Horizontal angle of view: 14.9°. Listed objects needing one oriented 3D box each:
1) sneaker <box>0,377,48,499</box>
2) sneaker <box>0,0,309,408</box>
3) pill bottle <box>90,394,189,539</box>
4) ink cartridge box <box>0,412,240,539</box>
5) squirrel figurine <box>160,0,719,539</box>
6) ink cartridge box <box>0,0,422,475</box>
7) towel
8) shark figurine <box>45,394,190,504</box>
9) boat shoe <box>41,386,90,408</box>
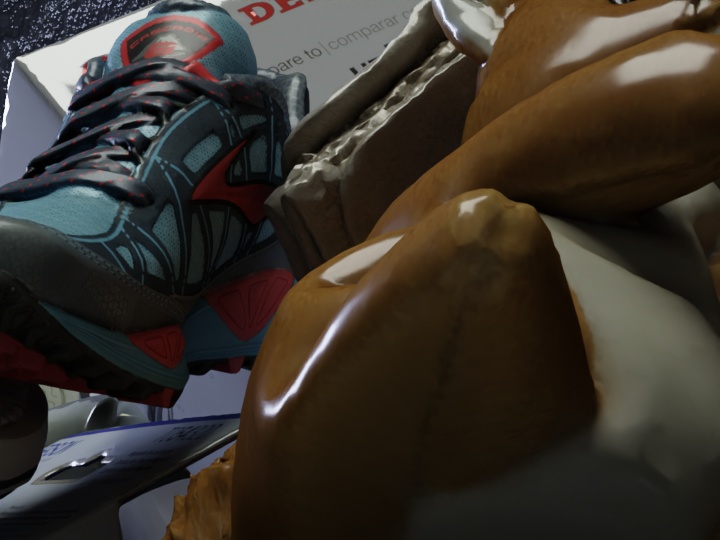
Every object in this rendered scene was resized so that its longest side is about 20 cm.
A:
[{"bbox_3d":[-0.135,0.044,0.711,0.078,0.080,0.200,22,4,-21],"label":"sneaker"},{"bbox_3d":[-0.063,-0.023,0.688,0.079,0.096,0.200,11,7,13],"label":"sneaker"},{"bbox_3d":[-0.148,0.095,1.109,0.200,0.104,0.104,-13,0,29],"label":"pill bottle"},{"bbox_3d":[-0.129,0.102,0.713,0.200,0.043,0.196,-27,5,-20],"label":"ink cartridge box"},{"bbox_3d":[0.031,0.015,0.617,0.200,0.141,0.187,-43,24,37],"label":"squirrel figurine"},{"bbox_3d":[0.000,0.000,0.855,0.146,0.200,0.086,-26,-29,-28],"label":"ink cartridge box"},{"bbox_3d":[0.068,-0.031,0.741,0.200,0.133,0.034,-37,37,-21],"label":"towel"},{"bbox_3d":[-0.070,0.072,0.908,0.214,0.128,0.089,-11,-11,22],"label":"shark figurine"},{"bbox_3d":[-0.173,0.095,0.993,0.200,0.072,0.068,-38,-26,14],"label":"boat shoe"}]
